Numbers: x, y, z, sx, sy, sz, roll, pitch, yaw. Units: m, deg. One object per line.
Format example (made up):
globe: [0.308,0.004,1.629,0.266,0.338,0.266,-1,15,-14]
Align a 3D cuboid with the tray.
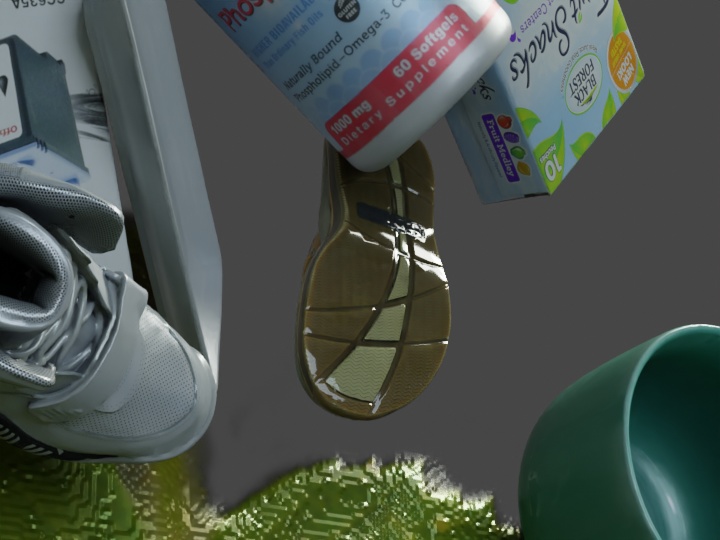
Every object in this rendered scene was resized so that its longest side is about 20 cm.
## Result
tray: [-0.088,-0.055,0.708,0.022,0.202,0.108,-7,33,3]

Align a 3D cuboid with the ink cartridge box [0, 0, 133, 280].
ink cartridge box: [-0.179,-0.051,0.649,0.145,0.085,0.203,-16,100,-39]

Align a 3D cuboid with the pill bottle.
pill bottle: [-0.028,-0.153,0.795,0.200,0.109,0.109,45,50,-7]

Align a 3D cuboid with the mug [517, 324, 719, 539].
mug: [0.166,0.128,0.831,0.185,0.114,0.153,41,50,-12]

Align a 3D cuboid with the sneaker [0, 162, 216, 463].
sneaker: [-0.109,0.021,0.580,0.199,0.114,0.076,34,72,-36]

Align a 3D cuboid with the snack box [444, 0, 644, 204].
snack box: [0.080,-0.160,0.902,0.142,0.053,0.202,-46,121,-42]

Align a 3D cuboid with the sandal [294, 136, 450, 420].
sandal: [0.000,0.000,0.822,0.080,0.054,0.201,22,42,-20]
